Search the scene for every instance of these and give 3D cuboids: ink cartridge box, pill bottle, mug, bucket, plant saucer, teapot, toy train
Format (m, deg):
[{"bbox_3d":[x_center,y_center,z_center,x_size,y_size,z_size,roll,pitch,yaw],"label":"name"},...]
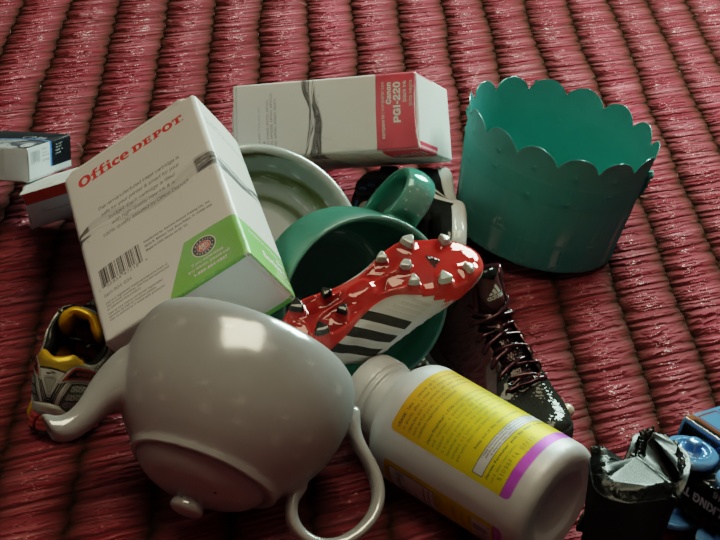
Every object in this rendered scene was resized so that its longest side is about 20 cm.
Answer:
[{"bbox_3d":[-0.242,-0.080,1.570,0.162,0.057,0.200,-18,13,-8],"label":"ink cartridge box"},{"bbox_3d":[0.079,0.142,1.319,0.200,0.105,0.104,29,37,32],"label":"pill bottle"},{"bbox_3d":[-0.158,-0.029,1.408,0.145,0.084,0.200,-32,49,11],"label":"ink cartridge box"},{"bbox_3d":[0.000,0.011,1.460,0.185,0.152,0.114,-30,16,-13],"label":"mug"},{"bbox_3d":[-0.404,-0.119,1.671,0.199,0.039,0.099,3,14,15],"label":"ink cartridge box"},{"bbox_3d":[0.196,-0.099,1.711,0.206,0.135,0.207,11,29,-6],"label":"bucket"},{"bbox_3d":[-0.097,-0.017,1.540,0.199,0.050,0.201,6,73,-19],"label":"plant saucer"},{"bbox_3d":[-0.104,0.124,1.276,0.199,0.197,0.146,1,61,37],"label":"teapot"},{"bbox_3d":[-0.018,-0.152,1.723,0.199,0.085,0.146,-4,-3,16],"label":"ink cartridge box"},{"bbox_3d":[0.318,0.188,1.317,0.114,0.087,0.200,-12,35,-40],"label":"toy train"}]

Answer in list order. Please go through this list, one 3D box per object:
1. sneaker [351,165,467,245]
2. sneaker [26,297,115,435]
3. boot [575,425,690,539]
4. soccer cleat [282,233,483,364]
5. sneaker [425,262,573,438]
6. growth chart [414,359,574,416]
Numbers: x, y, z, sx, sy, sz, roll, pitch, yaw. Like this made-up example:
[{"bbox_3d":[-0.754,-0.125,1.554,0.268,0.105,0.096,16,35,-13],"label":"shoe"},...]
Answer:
[{"bbox_3d":[0.045,-0.049,1.682,0.111,0.073,0.200,1,22,-5],"label":"sneaker"},{"bbox_3d":[-0.224,0.060,1.416,0.078,0.082,0.200,10,29,6],"label":"sneaker"},{"bbox_3d":[0.155,0.213,1.151,0.076,0.169,0.200,26,35,28],"label":"boot"},{"bbox_3d":[0.016,0.033,1.377,0.200,0.085,0.069,-26,56,-29],"label":"soccer cleat"},{"bbox_3d":[0.116,0.061,1.417,0.075,0.116,0.200,-13,34,-29],"label":"sneaker"},{"bbox_3d":[0.096,0.081,1.514,0.144,0.018,0.200,-2,31,-14],"label":"growth chart"}]
